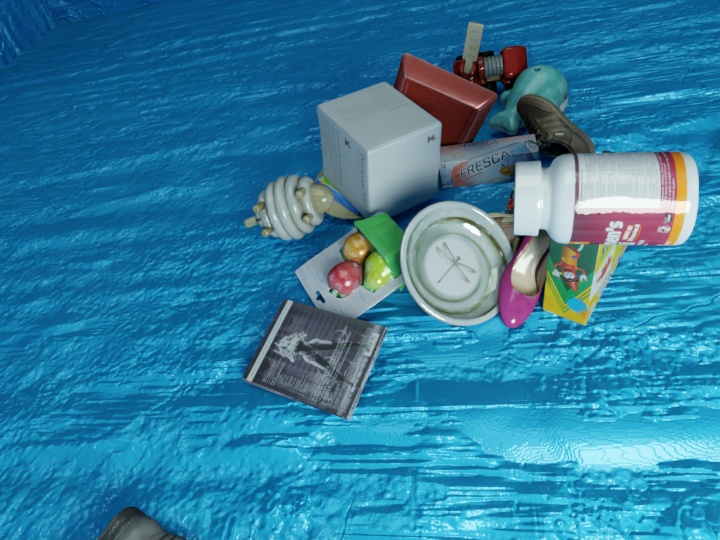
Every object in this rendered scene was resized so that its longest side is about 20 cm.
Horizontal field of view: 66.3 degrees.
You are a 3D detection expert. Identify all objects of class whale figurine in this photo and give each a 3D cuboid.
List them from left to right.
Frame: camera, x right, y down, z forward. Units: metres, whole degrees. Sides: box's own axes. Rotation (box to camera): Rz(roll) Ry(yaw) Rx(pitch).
[{"bbox_3d":[0.371,-0.381,1.224,0.199,0.105,0.159,-37,46,-18],"label":"whale figurine"}]

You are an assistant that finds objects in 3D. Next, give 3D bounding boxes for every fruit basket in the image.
[{"bbox_3d":[0.000,0.000,0.964,0.199,0.094,0.186,-39,44,-1],"label":"fruit basket"}]

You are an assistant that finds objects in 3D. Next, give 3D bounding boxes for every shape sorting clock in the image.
[{"bbox_3d":[-0.004,-0.178,1.173,0.196,0.040,0.202,-2,46,2],"label":"shape sorting clock"}]

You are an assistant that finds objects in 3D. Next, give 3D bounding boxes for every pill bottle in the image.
[{"bbox_3d":[0.290,-0.088,0.678,0.196,0.111,0.111,2,44,15],"label":"pill bottle"}]

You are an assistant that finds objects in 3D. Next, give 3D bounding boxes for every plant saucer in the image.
[{"bbox_3d":[0.149,-0.317,1.117,0.197,0.201,0.037,24,65,1],"label":"plant saucer"},{"bbox_3d":[0.150,-0.008,0.886,0.196,0.050,0.204,4,74,-14],"label":"plant saucer"}]

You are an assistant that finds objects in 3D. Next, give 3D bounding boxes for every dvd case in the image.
[{"bbox_3d":[-0.072,0.131,0.857,0.197,0.016,0.150,12,63,27],"label":"dvd case"}]

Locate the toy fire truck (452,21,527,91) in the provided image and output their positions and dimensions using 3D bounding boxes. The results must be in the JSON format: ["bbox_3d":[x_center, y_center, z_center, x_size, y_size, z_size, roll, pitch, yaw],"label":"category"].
[{"bbox_3d":[0.300,-0.491,1.279,0.173,0.131,0.200,-5,9,13],"label":"toy fire truck"}]

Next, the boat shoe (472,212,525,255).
[{"bbox_3d":[0.249,-0.051,0.936,0.196,0.073,0.073,-8,40,0],"label":"boat shoe"}]

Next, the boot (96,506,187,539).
[{"bbox_3d":[-0.283,0.387,0.637,0.130,0.070,0.201,16,55,24],"label":"boot"}]

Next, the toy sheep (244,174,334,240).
[{"bbox_3d":[-0.144,-0.122,1.093,0.196,0.139,0.139,-11,41,13],"label":"toy sheep"}]

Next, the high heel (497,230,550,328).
[{"bbox_3d":[0.263,-0.013,0.837,0.066,0.096,0.203,20,70,2],"label":"high heel"}]

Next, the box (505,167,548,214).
[{"bbox_3d":[0.375,-0.131,1.002,0.197,0.040,0.138,7,48,24],"label":"box"}]

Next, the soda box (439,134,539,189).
[{"bbox_3d":[0.257,-0.220,1.118,0.196,0.064,0.069,-6,42,13],"label":"soda box"}]

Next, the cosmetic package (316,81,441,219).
[{"bbox_3d":[0.035,-0.234,1.080,0.164,0.169,0.200,-24,48,-20],"label":"cosmetic package"}]

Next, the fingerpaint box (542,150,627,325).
[{"bbox_3d":[0.349,-0.051,0.826,0.073,0.168,0.200,22,54,31],"label":"fingerpaint box"}]

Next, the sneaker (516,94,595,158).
[{"bbox_3d":[0.375,-0.280,1.111,0.075,0.071,0.200,-35,61,-12],"label":"sneaker"}]
